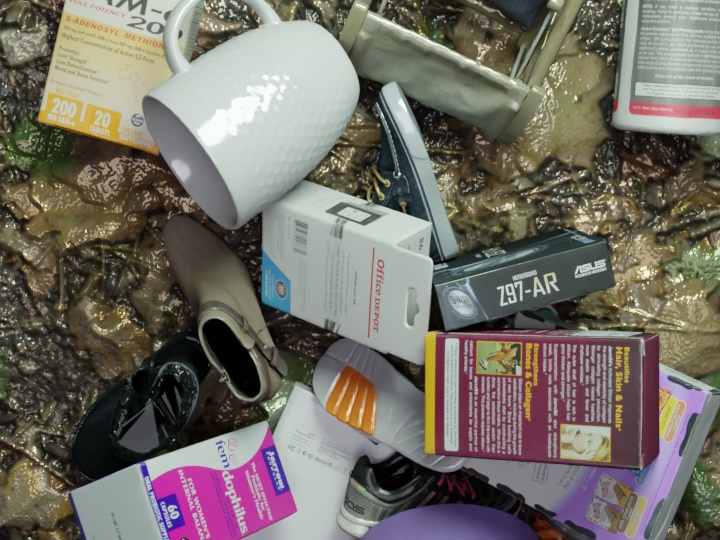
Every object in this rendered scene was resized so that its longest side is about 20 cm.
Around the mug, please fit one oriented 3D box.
[{"bbox_3d":[-0.105,-0.170,1.112,0.175,0.147,0.201,-38,110,-19],"label":"mug"}]

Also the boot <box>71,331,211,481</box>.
[{"bbox_3d":[-0.228,0.151,1.181,0.076,0.168,0.200,44,97,-6],"label":"boot"}]

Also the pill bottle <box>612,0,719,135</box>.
[{"bbox_3d":[0.306,-0.235,1.153,0.109,0.111,0.203,3,99,-1],"label":"pill bottle"}]

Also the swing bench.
[{"bbox_3d":[0.096,-0.247,1.140,0.197,0.130,0.202,23,99,-4],"label":"swing bench"}]

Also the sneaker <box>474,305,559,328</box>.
[{"bbox_3d":[0.132,0.112,1.228,0.079,0.078,0.200,39,98,-17],"label":"sneaker"}]

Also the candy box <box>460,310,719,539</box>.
[{"bbox_3d":[0.215,0.151,1.130,0.198,0.071,0.170,25,98,29],"label":"candy box"}]

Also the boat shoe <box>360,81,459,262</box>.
[{"bbox_3d":[0.030,-0.081,1.170,0.090,0.071,0.202,-19,123,4],"label":"boat shoe"}]

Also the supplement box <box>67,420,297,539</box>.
[{"bbox_3d":[-0.167,0.225,1.159,0.103,0.199,0.102,-24,83,30],"label":"supplement box"}]

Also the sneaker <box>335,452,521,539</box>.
[{"bbox_3d":[0.074,0.225,1.227,0.197,0.074,0.089,0,111,-10],"label":"sneaker"}]

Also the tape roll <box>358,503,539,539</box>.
[{"bbox_3d":[0.090,0.325,1.201,0.197,0.086,0.202,-2,137,-1],"label":"tape roll"}]

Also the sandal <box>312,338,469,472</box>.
[{"bbox_3d":[0.033,0.147,1.206,0.206,0.059,0.079,34,79,34],"label":"sandal"}]

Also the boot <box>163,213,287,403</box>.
[{"bbox_3d":[-0.139,0.038,1.174,0.070,0.146,0.201,-36,97,7],"label":"boot"}]

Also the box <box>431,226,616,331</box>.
[{"bbox_3d":[0.146,0.005,1.144,0.158,0.200,0.044,-15,95,3],"label":"box"}]

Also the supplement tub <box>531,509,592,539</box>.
[{"bbox_3d":[0.257,0.190,1.214,0.121,0.123,0.202,22,98,-4],"label":"supplement tub"}]

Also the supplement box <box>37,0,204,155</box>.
[{"bbox_3d":[-0.228,-0.227,1.168,0.124,0.074,0.203,14,98,-3],"label":"supplement box"}]

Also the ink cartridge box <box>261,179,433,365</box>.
[{"bbox_3d":[0.000,0.000,1.148,0.198,0.066,0.117,21,121,30],"label":"ink cartridge box"}]

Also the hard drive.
[{"bbox_3d":[-0.050,0.236,1.267,0.130,0.027,0.202,24,97,-4],"label":"hard drive"}]

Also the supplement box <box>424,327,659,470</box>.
[{"bbox_3d":[0.161,0.109,1.061,0.197,0.085,0.112,1,91,24],"label":"supplement box"}]
